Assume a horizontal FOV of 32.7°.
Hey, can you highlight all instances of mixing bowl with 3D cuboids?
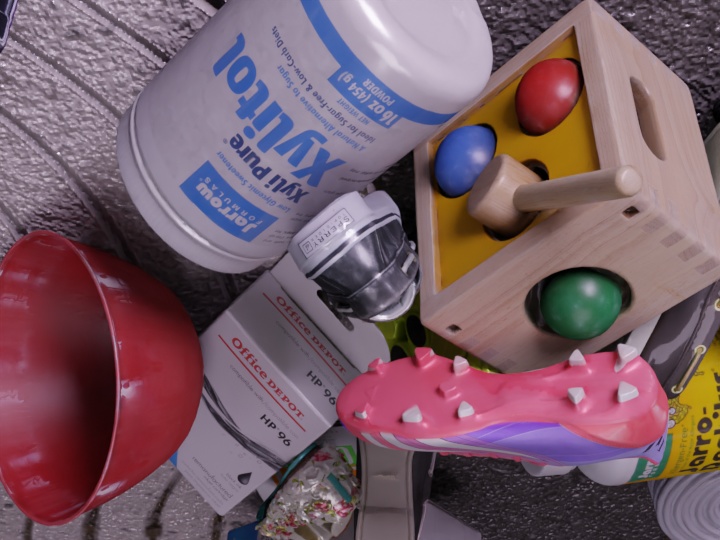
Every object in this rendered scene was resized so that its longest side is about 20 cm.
[{"bbox_3d":[-0.183,0.074,0.882,0.107,0.203,0.200,1,148,-43],"label":"mixing bowl"}]

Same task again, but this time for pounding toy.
[{"bbox_3d":[0.115,-0.043,0.714,0.141,0.202,0.183,30,131,-30],"label":"pounding toy"}]

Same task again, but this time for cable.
[{"bbox_3d":[0.350,0.180,1.073,0.196,0.070,0.202,5,139,-6],"label":"cable"}]

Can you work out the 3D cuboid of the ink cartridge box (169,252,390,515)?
[{"bbox_3d":[-0.077,0.085,0.927,0.116,0.068,0.200,46,128,-1],"label":"ink cartridge box"}]

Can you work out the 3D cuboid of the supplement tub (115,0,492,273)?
[{"bbox_3d":[-0.034,-0.101,0.701,0.131,0.133,0.199,30,130,-30],"label":"supplement tub"}]

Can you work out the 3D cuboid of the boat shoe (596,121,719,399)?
[{"bbox_3d":[0.217,-0.013,0.757,0.060,0.072,0.203,25,108,-11],"label":"boat shoe"}]

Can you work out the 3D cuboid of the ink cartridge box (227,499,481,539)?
[{"bbox_3d":[-0.009,0.298,1.095,0.198,0.149,0.144,-25,136,33],"label":"ink cartridge box"}]

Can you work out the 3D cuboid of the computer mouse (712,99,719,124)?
[{"bbox_3d":[0.213,-0.035,0.848,0.109,0.044,0.199,28,126,-35],"label":"computer mouse"}]

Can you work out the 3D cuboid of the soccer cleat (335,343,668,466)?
[{"bbox_3d":[0.082,0.089,0.723,0.197,0.067,0.077,-7,129,20],"label":"soccer cleat"}]

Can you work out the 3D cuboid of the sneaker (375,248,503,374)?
[{"bbox_3d":[0.050,0.035,0.826,0.083,0.201,0.075,10,123,-41],"label":"sneaker"}]

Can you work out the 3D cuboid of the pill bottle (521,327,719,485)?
[{"bbox_3d":[0.216,0.098,0.917,0.196,0.114,0.114,-5,141,-14],"label":"pill bottle"}]

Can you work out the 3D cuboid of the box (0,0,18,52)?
[{"bbox_3d":[-0.263,-0.129,0.657,0.103,0.150,0.200,24,135,-27],"label":"box"}]

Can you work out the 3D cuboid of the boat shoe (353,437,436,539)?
[{"bbox_3d":[0.028,0.142,0.974,0.066,0.204,0.057,7,178,7],"label":"boat shoe"}]

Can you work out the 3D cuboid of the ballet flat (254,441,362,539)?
[{"bbox_3d":[-0.042,0.189,0.976,0.064,0.076,0.200,43,161,5],"label":"ballet flat"}]

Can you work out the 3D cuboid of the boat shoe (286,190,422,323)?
[{"bbox_3d":[0.000,0.000,0.722,0.072,0.200,0.071,-35,89,8],"label":"boat shoe"}]

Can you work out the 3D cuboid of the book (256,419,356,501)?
[{"bbox_3d":[-0.032,0.173,1.088,0.131,0.049,0.201,-7,141,12],"label":"book"}]
